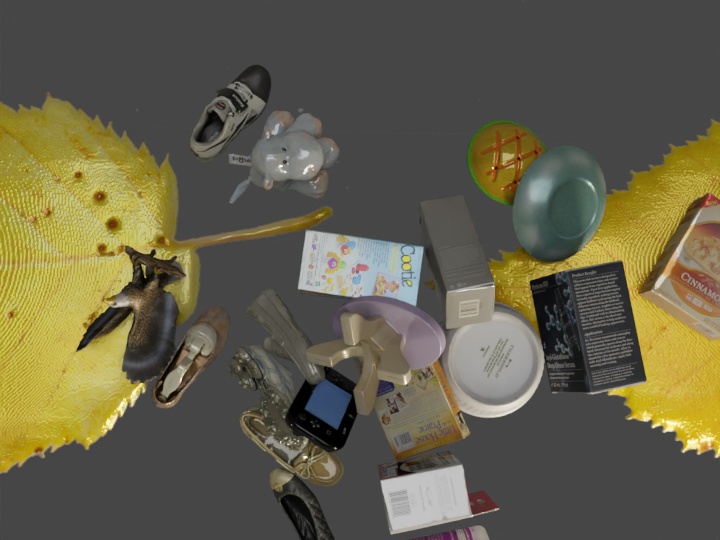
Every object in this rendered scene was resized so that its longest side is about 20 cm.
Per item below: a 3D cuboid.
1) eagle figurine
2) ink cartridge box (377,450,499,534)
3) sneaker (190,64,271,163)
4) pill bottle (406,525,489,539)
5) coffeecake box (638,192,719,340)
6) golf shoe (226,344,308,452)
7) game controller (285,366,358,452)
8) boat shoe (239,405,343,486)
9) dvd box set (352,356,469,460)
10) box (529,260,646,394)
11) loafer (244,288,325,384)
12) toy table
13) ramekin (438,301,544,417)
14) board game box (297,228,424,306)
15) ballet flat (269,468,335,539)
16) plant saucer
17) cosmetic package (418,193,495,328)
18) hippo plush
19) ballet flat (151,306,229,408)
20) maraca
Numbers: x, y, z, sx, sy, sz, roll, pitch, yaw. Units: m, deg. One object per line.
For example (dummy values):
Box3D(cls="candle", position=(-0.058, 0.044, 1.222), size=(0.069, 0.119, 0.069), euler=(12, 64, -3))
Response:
Box3D(cls="eagle figurine", position=(-0.379, 0.065, 1.455), size=(0.150, 0.152, 0.202), euler=(11, 105, -26))
Box3D(cls="ink cartridge box", position=(0.120, 0.348, 1.398), size=(0.174, 0.200, 0.085), euler=(-11, 84, -2))
Box3D(cls="sneaker", position=(-0.224, -0.279, 1.508), size=(0.074, 0.089, 0.201), euler=(34, 84, 4))
Box3D(cls="pill bottle", position=(0.119, 0.495, 1.430), size=(0.198, 0.112, 0.113), euler=(-11, 85, -2))
Box3D(cls="coffeecake box", position=(0.604, -0.005, 1.503), size=(0.153, 0.073, 0.201), euler=(32, 85, 3))
Box3D(cls="golf shoe", position=(-0.131, 0.203, 1.451), size=(0.078, 0.097, 0.201), euler=(-46, 71, 36))
Box3D(cls="game controller", position=(-0.055, 0.221, 1.419), size=(0.104, 0.200, 0.042), euler=(24, 115, 2))
Box3D(cls="boat shoe", position=(-0.118, 0.299, 1.467), size=(0.200, 0.063, 0.073), euler=(37, 85, 2))
Box3D(cls="dvd box set", position=(0.082, 0.205, 1.459), size=(0.146, 0.029, 0.202), euler=(-28, 84, 34))
Box3D(cls="box", position=(0.375, 0.097, 1.444), size=(0.106, 0.148, 0.202), euler=(-9, 84, -13))
Box3D(cls="loafer", position=(-0.127, 0.119, 1.458), size=(0.070, 0.070, 0.200), euler=(-38, 56, 0))
Box3D(cls="toy table", position=(0.020, 0.122, 1.374), size=(0.198, 0.117, 0.185), euler=(-3, 116, 36))
Box3D(cls="ramekin", position=(0.219, 0.149, 1.472), size=(0.200, 0.094, 0.205), euler=(0, 84, -1))
Box3D(cls="board game box", position=(0.000, 0.000, 1.477), size=(0.198, 0.103, 0.106), euler=(9, 85, 0))
Box3D(cls="ballet flat", position=(-0.094, 0.421, 1.453), size=(0.066, 0.057, 0.201), euler=(-34, 86, 37))
Box3D(cls="plant saucer", position=(0.351, -0.108, 1.476), size=(0.199, 0.039, 0.203), euler=(-8, 109, -25))
Box3D(cls="cosmetic package", position=(0.157, -0.017, 1.439), size=(0.089, 0.107, 0.201), euler=(-9, 54, -1))
Box3D(cls="hippo plush", position=(-0.134, -0.206, 1.464), size=(0.198, 0.161, 0.161), euler=(-2, 85, -1))
Box3D(cls="ballet flat", position=(-0.288, 0.150, 1.476), size=(0.068, 0.067, 0.201), euler=(31, 85, 1))
Box3D(cls="maraca", position=(0.274, -0.172, 1.497), size=(0.199, 0.107, 0.138), euler=(36, 87, -6))
